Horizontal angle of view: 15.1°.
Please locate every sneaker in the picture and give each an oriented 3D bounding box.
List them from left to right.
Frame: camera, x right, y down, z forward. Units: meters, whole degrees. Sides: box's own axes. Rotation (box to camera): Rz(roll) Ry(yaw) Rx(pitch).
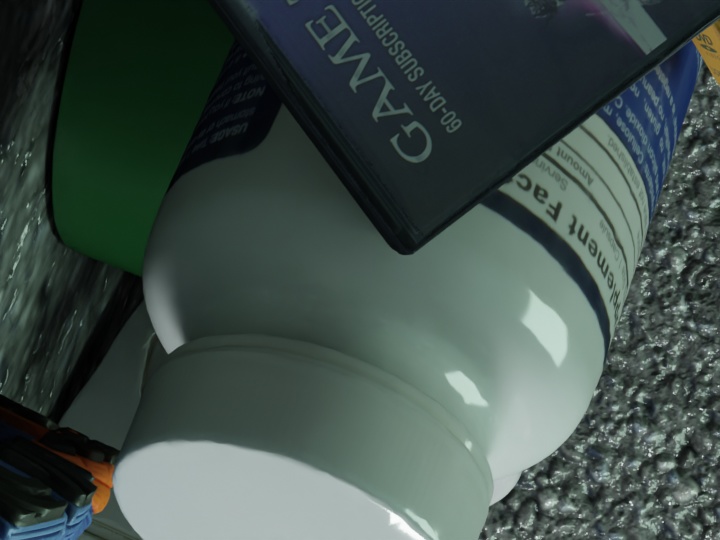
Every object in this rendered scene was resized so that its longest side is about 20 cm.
[{"bbox_3d":[-0.100,0.067,0.602,0.200,0.075,0.078,30,84,-82],"label":"sneaker"}]

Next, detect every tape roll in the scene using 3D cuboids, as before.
[{"bbox_3d":[-0.029,-0.091,0.797,0.200,0.048,0.201,21,90,-84],"label":"tape roll"}]

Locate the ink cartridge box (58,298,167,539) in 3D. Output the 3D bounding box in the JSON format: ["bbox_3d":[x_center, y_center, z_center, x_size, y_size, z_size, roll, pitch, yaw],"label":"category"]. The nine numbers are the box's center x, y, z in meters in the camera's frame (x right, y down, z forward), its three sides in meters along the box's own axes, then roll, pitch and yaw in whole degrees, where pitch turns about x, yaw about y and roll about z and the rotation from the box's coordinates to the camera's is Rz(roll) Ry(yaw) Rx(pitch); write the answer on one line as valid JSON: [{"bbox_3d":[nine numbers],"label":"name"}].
[{"bbox_3d":[-0.034,0.092,0.943,0.145,0.083,0.200,-59,158,-31],"label":"ink cartridge box"}]

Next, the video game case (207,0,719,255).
[{"bbox_3d":[0.046,-0.119,0.568,0.200,0.143,0.019,-37,-170,-4],"label":"video game case"}]

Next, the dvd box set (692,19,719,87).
[{"bbox_3d":[0.095,-0.159,0.611,0.146,0.200,0.029,-35,-162,-4],"label":"dvd box set"}]

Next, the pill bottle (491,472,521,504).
[{"bbox_3d":[0.030,-0.003,1.193,0.114,0.114,0.200,100,2,-56],"label":"pill bottle"}]

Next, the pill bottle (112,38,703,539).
[{"bbox_3d":[0.014,-0.019,0.652,0.111,0.111,0.200,99,10,-58],"label":"pill bottle"}]
